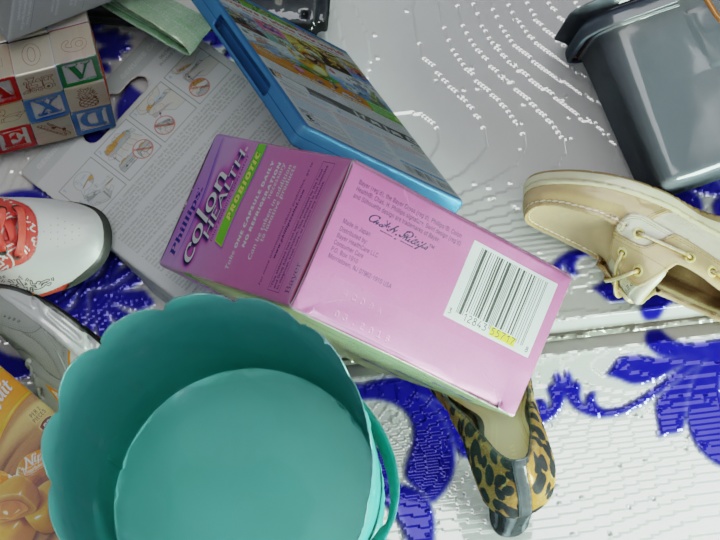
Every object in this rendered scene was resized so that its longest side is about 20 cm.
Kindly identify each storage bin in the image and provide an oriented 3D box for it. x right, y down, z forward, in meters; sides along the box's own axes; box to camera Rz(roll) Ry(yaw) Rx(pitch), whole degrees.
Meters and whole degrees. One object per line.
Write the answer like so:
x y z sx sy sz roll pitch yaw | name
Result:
0.253 -0.139 1.509 0.198 0.146 0.136 -19 84 -6 | storage bin

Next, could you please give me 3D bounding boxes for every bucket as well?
-0.077 0.125 1.303 0.205 0.135 0.209 -2 75 7 | bucket

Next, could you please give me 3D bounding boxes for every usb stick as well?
-0.121 -0.193 1.566 0.198 0.033 0.056 4 46 0 | usb stick

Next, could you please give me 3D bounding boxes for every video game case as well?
-0.026 -0.116 1.456 0.018 0.142 0.200 -53 40 17 | video game case

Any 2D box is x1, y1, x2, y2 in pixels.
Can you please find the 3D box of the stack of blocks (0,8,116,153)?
-0.276 -0.128 1.502 0.198 0.115 0.059 -14 61 -4 | stack of blocks

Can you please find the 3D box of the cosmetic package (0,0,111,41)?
-0.167 -0.243 1.472 0.199 0.107 0.090 -28 68 -30 | cosmetic package

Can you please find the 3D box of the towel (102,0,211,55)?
-0.129 -0.259 1.569 0.152 0.023 0.201 31 60 9 | towel

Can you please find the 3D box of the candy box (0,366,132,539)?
-0.257 0.116 1.393 0.200 0.055 0.116 40 64 4 | candy box

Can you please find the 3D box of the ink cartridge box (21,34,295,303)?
-0.112 -0.064 1.537 0.199 0.057 0.163 35 76 31 | ink cartridge box

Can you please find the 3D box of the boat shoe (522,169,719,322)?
0.199 -0.009 1.496 0.198 0.074 0.070 18 68 4 | boat shoe

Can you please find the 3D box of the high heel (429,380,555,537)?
0.082 0.067 1.436 0.071 0.143 0.202 -14 74 -4 | high heel

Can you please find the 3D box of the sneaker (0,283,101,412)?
-0.186 0.092 1.455 0.200 0.076 0.092 40 86 -1 | sneaker

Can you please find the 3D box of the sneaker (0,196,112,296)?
-0.272 -0.022 1.469 0.199 0.108 0.068 -2 77 7 | sneaker

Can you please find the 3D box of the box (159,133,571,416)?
0.000 0.000 1.389 0.175 0.200 0.097 27 84 -28 | box
